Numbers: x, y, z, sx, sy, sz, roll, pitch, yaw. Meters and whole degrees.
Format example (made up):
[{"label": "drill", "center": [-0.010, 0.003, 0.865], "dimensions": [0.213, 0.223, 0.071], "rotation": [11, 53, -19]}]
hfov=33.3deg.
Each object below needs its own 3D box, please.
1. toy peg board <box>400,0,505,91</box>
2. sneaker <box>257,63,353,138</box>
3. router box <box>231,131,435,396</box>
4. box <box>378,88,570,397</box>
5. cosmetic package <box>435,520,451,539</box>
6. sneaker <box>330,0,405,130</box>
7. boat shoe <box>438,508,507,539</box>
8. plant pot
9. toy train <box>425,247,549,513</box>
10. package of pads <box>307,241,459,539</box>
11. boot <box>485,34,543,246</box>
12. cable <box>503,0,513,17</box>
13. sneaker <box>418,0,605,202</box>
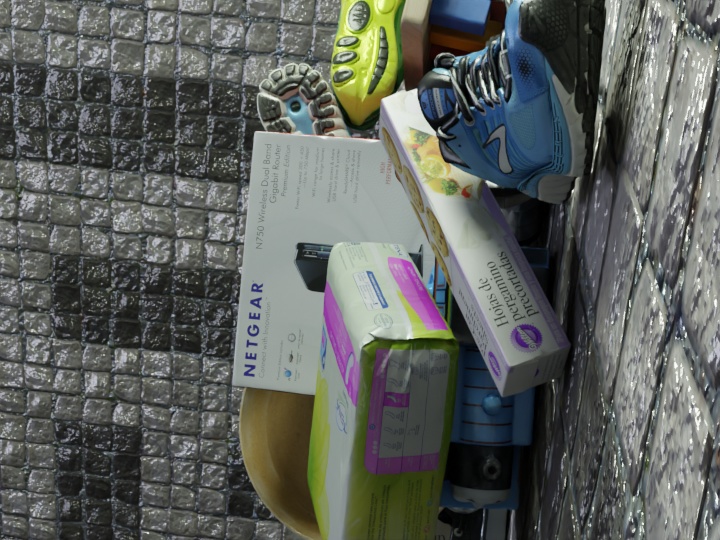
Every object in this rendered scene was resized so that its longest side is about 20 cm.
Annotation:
[{"label": "toy peg board", "center": [0.106, -0.252, 1.002], "dimensions": [0.199, 0.097, 0.201], "rotation": [72, -149, -80]}, {"label": "sneaker", "center": [-0.018, -0.074, 1.006], "dimensions": [0.090, 0.078, 0.201], "rotation": [7, -116, -81]}, {"label": "router box", "center": [0.000, 0.000, 0.930], "dimensions": [0.049, 0.179, 0.201], "rotation": [1, -87, -79]}, {"label": "box", "center": [0.063, -0.023, 0.714], "dimensions": [0.042, 0.039, 0.201], "rotation": [90, 160, -60]}, {"label": "cosmetic package", "center": [0.055, 0.236, 1.055], "dimensions": [0.073, 0.103, 0.201], "rotation": [-55, -37, -82]}, {"label": "sneaker", "center": [0.010, -0.208, 1.036], "dimensions": [0.084, 0.074, 0.201], "rotation": [102, -176, -61]}, {"label": "boat shoe", "center": [0.087, 0.193, 0.957], "dimensions": [0.069, 0.056, 0.201], "rotation": [88, -171, -68]}, {"label": "plant pot", "center": [-0.002, 0.124, 0.974], "dimensions": [0.027, 0.199, 0.201], "rotation": [33, -118, -69]}, {"label": "toy train", "center": [0.081, 0.072, 0.832], "dimensions": [0.114, 0.086, 0.201], "rotation": [167, 107, -85]}, {"label": "package of pads", "center": [0.011, 0.101, 0.811], "dimensions": [0.155, 0.068, 0.201], "rotation": [-114, 27, -64]}, {"label": "boot", "center": [0.113, -0.067, 0.842], "dimensions": [0.200, 0.069, 0.132], "rotation": [-69, -20, -51]}, {"label": "cable", "center": [0.142, -0.176, 0.960], "dimensions": [0.201, 0.050, 0.097], "rotation": [78, -163, -45]}, {"label": "sneaker", "center": [0.073, -0.082, 0.615], "dimensions": [0.200, 0.089, 0.079], "rotation": [82, -165, -76]}]
